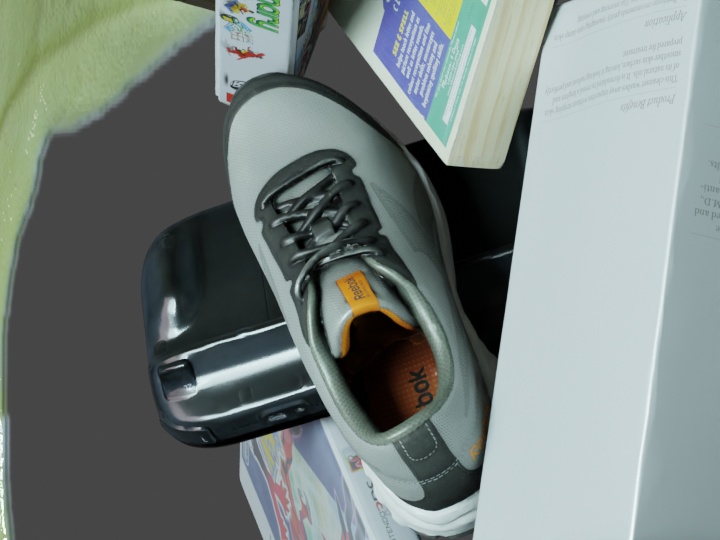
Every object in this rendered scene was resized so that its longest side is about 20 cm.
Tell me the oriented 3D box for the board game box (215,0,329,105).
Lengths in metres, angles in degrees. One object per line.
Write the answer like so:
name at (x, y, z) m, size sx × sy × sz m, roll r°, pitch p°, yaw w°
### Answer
board game box at (-0.020, -0.149, 1.032) m, size 0.200 × 0.034 × 0.127 m, roll 101°, pitch -172°, yaw -74°

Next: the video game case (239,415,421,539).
video game case at (-0.015, 0.107, 1.152) m, size 0.201 × 0.023 × 0.183 m, roll 94°, pitch 156°, yaw -53°

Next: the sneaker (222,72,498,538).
sneaker at (0.000, 0.000, 0.994) m, size 0.074 × 0.079 × 0.201 m, roll -31°, pitch 59°, yaw 5°

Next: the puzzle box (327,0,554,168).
puzzle box at (0.044, -0.155, 0.988) m, size 0.133 × 0.025 × 0.201 m, roll -124°, pitch 44°, yaw -52°

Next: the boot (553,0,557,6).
boot at (0.074, -0.136, 1.029) m, size 0.163 × 0.073 × 0.199 m, roll -61°, pitch 35°, yaw 35°

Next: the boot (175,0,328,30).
boot at (-0.049, -0.190, 1.162) m, size 0.072 × 0.200 × 0.156 m, roll 12°, pitch 89°, yaw 21°

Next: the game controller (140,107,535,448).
game controller at (0.005, 0.001, 1.066) m, size 0.199 × 0.042 × 0.105 m, roll -17°, pitch 51°, yaw 13°

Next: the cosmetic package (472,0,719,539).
cosmetic package at (0.108, 0.005, 0.922) m, size 0.113 × 0.081 × 0.202 m, roll -6°, pitch 75°, yaw 65°
